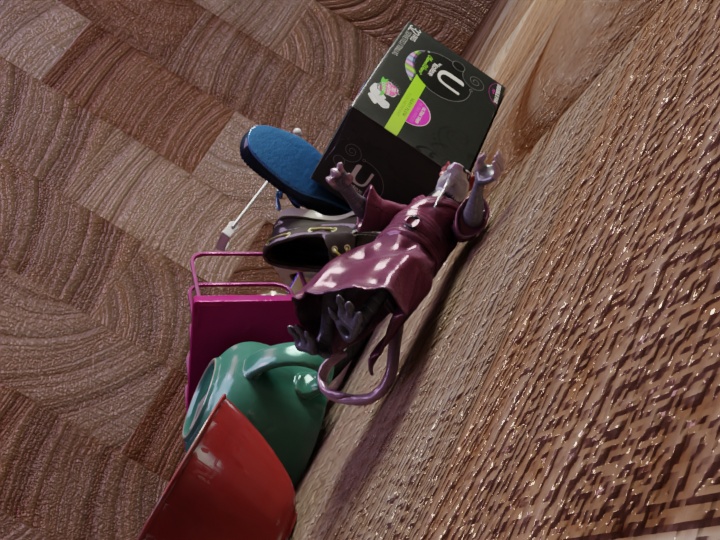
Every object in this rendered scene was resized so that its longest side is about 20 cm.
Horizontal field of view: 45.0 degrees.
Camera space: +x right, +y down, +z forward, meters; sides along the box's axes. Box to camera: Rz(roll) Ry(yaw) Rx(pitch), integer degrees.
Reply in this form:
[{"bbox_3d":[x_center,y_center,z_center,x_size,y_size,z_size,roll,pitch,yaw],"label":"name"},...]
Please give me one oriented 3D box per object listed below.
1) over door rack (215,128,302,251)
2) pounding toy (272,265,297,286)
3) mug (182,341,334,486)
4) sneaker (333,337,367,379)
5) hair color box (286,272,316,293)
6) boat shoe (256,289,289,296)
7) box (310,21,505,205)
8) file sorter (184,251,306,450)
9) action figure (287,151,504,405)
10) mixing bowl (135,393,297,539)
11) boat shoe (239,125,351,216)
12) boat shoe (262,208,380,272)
[{"bbox_3d":[-0.071,-0.078,1.126,0.201,0.147,0.067,-58,-2,-25],"label":"over door rack"},{"bbox_3d":[-0.043,-0.032,1.494,0.184,0.143,0.200,-39,11,-21],"label":"pounding toy"},{"bbox_3d":[-0.109,0.138,0.898,0.187,0.113,0.152,-65,15,6],"label":"mug"},{"bbox_3d":[-0.017,0.039,1.010,0.201,0.076,0.076,-65,7,-33],"label":"sneaker"},{"bbox_3d":[-0.031,-0.002,1.336,0.201,0.109,0.065,-60,3,4],"label":"hair color box"},{"bbox_3d":[-0.096,0.107,1.240,0.201,0.071,0.077,60,-150,-48],"label":"boat shoe"},{"bbox_3d":[0.058,-0.161,1.011,0.125,0.148,0.201,-53,7,46],"label":"box"},{"bbox_3d":[-0.138,0.090,1.025,0.126,0.137,0.202,-117,32,-56],"label":"file sorter"},{"bbox_3d":[0.042,-0.009,0.651,0.200,0.133,0.150,-47,-48,-35],"label":"action figure"},{"bbox_3d":[-0.122,0.219,0.732,0.201,0.108,0.200,-58,3,6],"label":"mixing bowl"},{"bbox_3d":[-0.064,-0.094,1.024,0.068,0.199,0.085,-26,40,46],"label":"boat shoe"},{"bbox_3d":[-0.021,-0.025,0.958,0.199,0.072,0.061,4,48,35],"label":"boat shoe"}]
